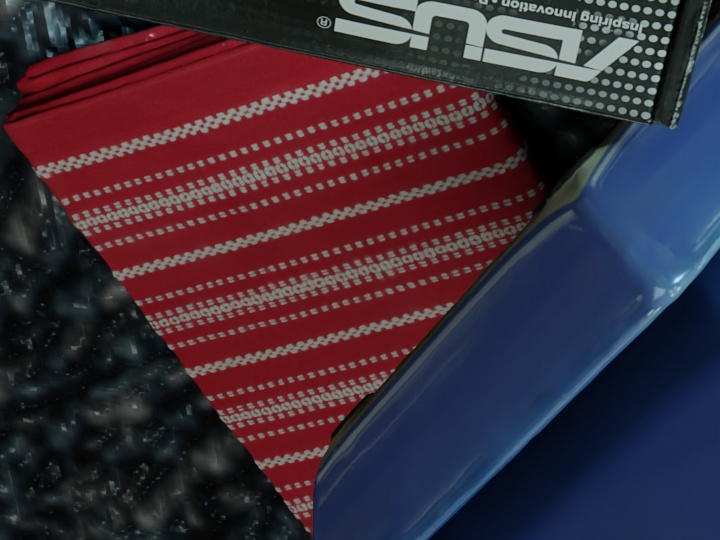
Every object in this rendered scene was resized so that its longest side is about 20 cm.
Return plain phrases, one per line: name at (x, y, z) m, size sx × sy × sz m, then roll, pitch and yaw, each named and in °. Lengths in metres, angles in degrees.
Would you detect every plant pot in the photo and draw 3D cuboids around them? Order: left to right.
plant pot at (0.116, 0.037, 0.669) m, size 0.180 × 0.200 × 0.200 m, roll 42°, pitch 140°, yaw 3°

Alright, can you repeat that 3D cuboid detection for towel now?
towel at (0.000, 0.000, 0.810) m, size 0.144 × 0.023 × 0.200 m, roll -15°, pitch 127°, yaw 27°

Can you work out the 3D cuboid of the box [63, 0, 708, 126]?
box at (-0.014, -0.131, 0.526) m, size 0.199 × 0.048 × 0.194 m, roll 12°, pitch 131°, yaw 1°
